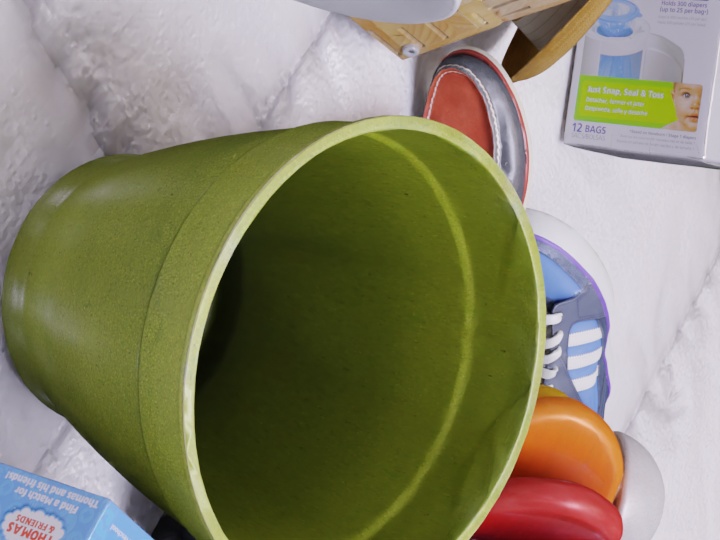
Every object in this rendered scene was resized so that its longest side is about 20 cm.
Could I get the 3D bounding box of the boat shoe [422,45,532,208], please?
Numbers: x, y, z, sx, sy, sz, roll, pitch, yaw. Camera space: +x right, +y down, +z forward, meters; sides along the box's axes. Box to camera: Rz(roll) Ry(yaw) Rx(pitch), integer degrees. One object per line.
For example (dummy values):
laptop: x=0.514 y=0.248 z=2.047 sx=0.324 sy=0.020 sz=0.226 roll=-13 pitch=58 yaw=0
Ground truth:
boat shoe: x=0.058 y=-0.031 z=1.055 sx=0.062 sy=0.071 sz=0.202 roll=-26 pitch=123 yaw=-47

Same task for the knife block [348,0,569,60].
knife block: x=0.080 y=-0.226 z=0.960 sx=0.064 sy=0.199 sz=0.177 roll=33 pitch=52 yaw=-44

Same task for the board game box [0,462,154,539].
board game box: x=-0.119 y=0.140 z=0.765 sx=0.037 sy=0.150 sz=0.200 roll=-62 pitch=142 yaw=-22

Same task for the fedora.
fedora: x=0.120 y=-0.209 z=1.052 sx=0.081 sy=0.200 sz=0.202 roll=34 pitch=64 yaw=-10

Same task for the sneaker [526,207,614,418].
sneaker: x=0.108 y=0.076 z=1.140 sx=0.147 sy=0.080 sz=0.201 roll=-61 pitch=147 yaw=-32

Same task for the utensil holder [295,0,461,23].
utensil holder: x=0.004 y=-0.239 z=0.830 sx=0.170 sy=0.169 sz=0.202 roll=29 pitch=76 yaw=-54

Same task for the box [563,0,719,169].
box: x=0.222 y=-0.176 z=1.212 sx=0.101 sy=0.112 sz=0.202 roll=5 pitch=94 yaw=-54

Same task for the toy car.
toy car: x=0.097 y=0.168 z=1.042 sx=0.173 sy=0.150 sz=0.202 roll=14 pitch=87 yaw=-11

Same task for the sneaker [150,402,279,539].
sneaker: x=-0.053 y=0.138 z=0.937 sx=0.115 sy=0.076 sz=0.199 roll=-51 pitch=163 yaw=1

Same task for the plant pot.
plant pot: x=-0.055 y=0.023 z=0.774 sx=0.199 sy=0.192 sz=0.203 roll=-12 pitch=108 yaw=-41

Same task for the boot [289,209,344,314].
boot: x=0.000 y=0.000 z=0.949 sx=0.200 sy=0.077 sz=0.140 roll=-39 pitch=133 yaw=-66
